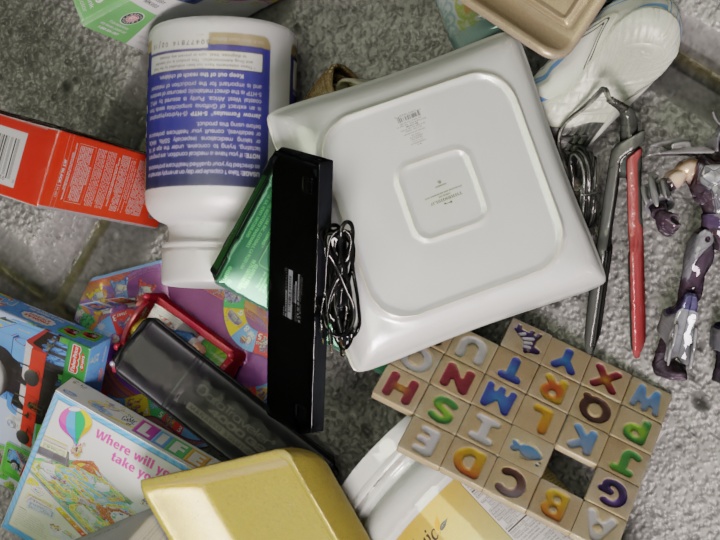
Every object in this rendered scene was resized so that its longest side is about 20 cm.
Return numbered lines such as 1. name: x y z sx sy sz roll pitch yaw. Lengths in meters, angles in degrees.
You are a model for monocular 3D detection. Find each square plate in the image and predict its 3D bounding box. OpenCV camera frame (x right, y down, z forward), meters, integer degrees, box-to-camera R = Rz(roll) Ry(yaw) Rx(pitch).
1. square plate: 0.056 -0.053 1.182 0.198 0.028 0.200 -19 86 -7

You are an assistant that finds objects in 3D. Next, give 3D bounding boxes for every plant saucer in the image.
1. plant saucer: -0.049 0.215 1.198 0.199 0.048 0.201 -18 104 50

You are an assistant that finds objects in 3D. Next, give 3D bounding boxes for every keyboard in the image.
1. keyboard: -0.029 0.018 1.166 0.104 0.039 0.202 24 115 57

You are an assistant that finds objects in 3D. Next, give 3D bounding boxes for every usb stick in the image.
1. usb stick: -0.107 0.114 1.297 0.199 0.033 0.056 38 91 0

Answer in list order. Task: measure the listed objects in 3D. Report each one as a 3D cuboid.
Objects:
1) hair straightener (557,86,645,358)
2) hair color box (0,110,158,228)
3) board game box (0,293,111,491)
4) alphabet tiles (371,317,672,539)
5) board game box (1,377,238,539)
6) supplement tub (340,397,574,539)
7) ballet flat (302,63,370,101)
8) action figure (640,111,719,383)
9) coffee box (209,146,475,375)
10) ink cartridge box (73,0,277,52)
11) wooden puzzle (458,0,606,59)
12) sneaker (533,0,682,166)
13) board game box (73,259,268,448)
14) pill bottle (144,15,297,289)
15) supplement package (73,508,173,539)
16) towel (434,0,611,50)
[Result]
1. hair straightener: 0.171 -0.035 1.210 0.076 0.041 0.202 1 106 16
2. hair color box: -0.235 -0.081 1.289 0.101 0.200 0.062 18 92 18
3. board game box: -0.310 0.094 1.370 0.198 0.037 0.153 21 111 19
4. alphabet tiles: 0.114 0.101 1.180 0.198 0.168 0.008 26 135 6
5. board game box: -0.173 0.192 1.305 0.199 0.034 0.135 29 111 7
6. supplement tub: 0.091 0.199 1.194 0.200 0.144 0.145 46 100 15
7. ballet flat: 0.034 -0.097 1.256 0.199 0.070 0.066 33 117 24
8. action figure: 0.262 -0.019 1.186 0.129 0.069 0.202 5 96 3
9. coffee box: 0.000 0.000 1.238 0.199 0.044 0.124 28 94 -14
10. ink cartridge box: -0.118 -0.256 1.289 0.199 0.145 0.088 -26 79 15
11. wooden puzzle: 0.132 -0.280 1.222 0.184 0.037 0.201 36 93 19
12. sneaker: 0.162 -0.135 1.241 0.200 0.073 0.072 -39 104 24
13. board game box: -0.155 0.067 1.337 0.198 0.039 0.160 -14 83 17
14. pill bottle: -0.110 -0.089 1.290 0.118 0.120 0.203 0 86 18
15. supplement package: -0.168 0.304 1.256 0.113 0.110 0.201 -24 98 23
16. towel: 0.136 -0.276 1.260 0.198 0.048 0.173 -21 77 16
